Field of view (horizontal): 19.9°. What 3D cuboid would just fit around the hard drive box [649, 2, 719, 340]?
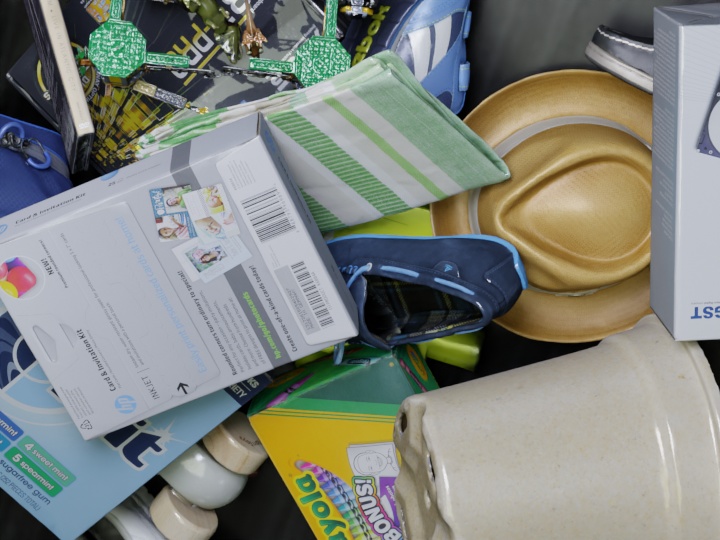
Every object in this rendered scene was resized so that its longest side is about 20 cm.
[{"bbox_3d":[0.265,-0.065,1.293,0.154,0.077,0.202,-4,107,-4],"label":"hard drive box"}]

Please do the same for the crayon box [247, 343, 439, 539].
[{"bbox_3d":[0.020,0.150,1.447,0.118,0.058,0.201,-24,108,18],"label":"crayon box"}]

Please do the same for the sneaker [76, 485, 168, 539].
[{"bbox_3d":[-0.143,0.226,1.506,0.199,0.087,0.075,33,104,3],"label":"sneaker"}]

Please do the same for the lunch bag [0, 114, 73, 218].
[{"bbox_3d":[-0.283,-0.026,1.435,0.135,0.133,0.200,18,128,-35],"label":"lunch bag"}]

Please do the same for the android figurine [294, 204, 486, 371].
[{"bbox_3d":[0.000,0.000,1.452,0.198,0.041,0.184,15,105,7],"label":"android figurine"}]

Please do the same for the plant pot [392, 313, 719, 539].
[{"bbox_3d":[0.123,0.138,1.338,0.182,0.200,0.202,-6,101,-13],"label":"plant pot"}]

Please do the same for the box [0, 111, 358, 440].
[{"bbox_3d":[-0.121,0.007,1.311,0.199,0.041,0.157,-22,116,10],"label":"box"}]

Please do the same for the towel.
[{"bbox_3d":[-0.026,-0.074,1.335,0.199,0.152,0.024,-16,55,29],"label":"towel"}]

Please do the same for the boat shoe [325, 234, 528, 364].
[{"bbox_3d":[0.012,0.014,1.368,0.199,0.069,0.085,-15,114,37],"label":"boat shoe"}]

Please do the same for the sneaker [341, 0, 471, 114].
[{"bbox_3d":[0.038,-0.151,1.397,0.082,0.074,0.201,31,87,-36],"label":"sneaker"}]

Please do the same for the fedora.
[{"bbox_3d":[0.146,-0.041,1.372,0.199,0.082,0.203,0,95,0],"label":"fedora"}]

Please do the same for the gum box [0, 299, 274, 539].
[{"bbox_3d":[-0.187,0.068,1.390,0.200,0.045,0.170,-39,111,19],"label":"gum box"}]

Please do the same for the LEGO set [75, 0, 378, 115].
[{"bbox_3d":[-0.088,-0.173,1.350,0.198,0.116,0.155,-4,86,-4],"label":"LEGO set"}]

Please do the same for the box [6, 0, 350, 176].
[{"bbox_3d":[-0.128,-0.153,1.447,0.161,0.049,0.200,45,106,-1],"label":"box"}]

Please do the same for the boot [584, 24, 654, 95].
[{"bbox_3d":[0.259,-0.173,1.342,0.198,0.073,0.152,16,105,3],"label":"boot"}]

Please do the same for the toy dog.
[{"bbox_3d":[-0.137,0.102,1.492,0.131,0.096,0.201,-29,79,20],"label":"toy dog"}]

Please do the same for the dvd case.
[{"bbox_3d":[-0.211,-0.173,1.366,0.016,0.149,0.202,-16,86,-10],"label":"dvd case"}]
